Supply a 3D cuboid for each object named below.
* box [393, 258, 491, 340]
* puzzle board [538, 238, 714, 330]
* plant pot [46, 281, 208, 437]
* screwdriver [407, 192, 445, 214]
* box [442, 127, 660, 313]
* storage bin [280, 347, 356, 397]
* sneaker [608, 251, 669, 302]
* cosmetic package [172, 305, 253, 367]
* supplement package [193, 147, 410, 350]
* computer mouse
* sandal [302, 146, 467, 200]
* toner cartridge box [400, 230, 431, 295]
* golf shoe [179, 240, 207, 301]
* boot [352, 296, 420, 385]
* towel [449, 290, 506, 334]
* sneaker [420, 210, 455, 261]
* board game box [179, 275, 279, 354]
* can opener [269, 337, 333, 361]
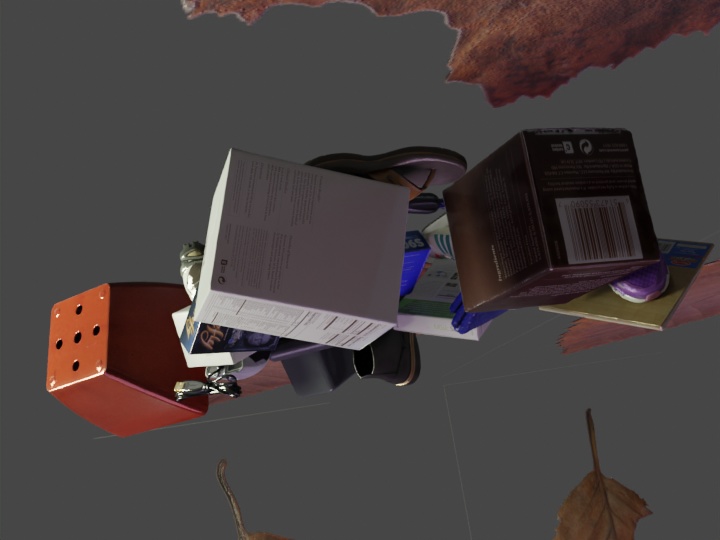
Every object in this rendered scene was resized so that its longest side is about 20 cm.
[{"bbox_3d":[0.151,0.038,1.479,0.142,0.037,0.200,5,-152,28],"label":"box"},{"bbox_3d":[0.351,0.012,1.266,0.198,0.018,0.151,9,-130,50],"label":"puzzle board"},{"bbox_3d":[-0.359,0.122,1.433,0.197,0.204,0.175,-18,154,31],"label":"plant pot"},{"bbox_3d":[0.135,-0.087,1.250,0.196,0.028,0.029,0,-158,-21],"label":"screwdriver"},{"bbox_3d":[0.225,-0.057,1.158,0.163,0.168,0.200,-4,166,-25],"label":"box"},{"bbox_3d":[-0.048,0.110,1.557,0.144,0.137,0.199,-16,-170,36],"label":"storage bin"},{"bbox_3d":[0.334,-0.056,1.226,0.079,0.203,0.089,-20,148,10],"label":"sneaker"},{"bbox_3d":[-0.158,0.061,1.370,0.106,0.087,0.199,-8,-168,42],"label":"cosmetic package"},{"bbox_3d":[-0.066,-0.015,1.033,0.196,0.155,0.151,11,162,-13],"label":"supplement package"},{"bbox_3d":[-0.176,0.141,1.345,0.108,0.045,0.200,-13,-169,24],"label":"computer mouse"},{"bbox_3d":[0.026,-0.100,1.071,0.196,0.056,0.082,-4,164,-21],"label":"sandal"},{"bbox_3d":[0.000,0.000,1.370,0.197,0.043,0.096,-8,137,-33],"label":"toner cartridge box"},{"bbox_3d":[-0.140,-0.003,1.268,0.196,0.097,0.078,-12,166,3],"label":"golf shoe"},{"bbox_3d":[0.029,0.075,1.483,0.076,0.204,0.137,-23,161,29],"label":"boot"},{"bbox_3d":[0.216,0.002,1.334,0.198,0.050,0.149,-27,155,-27],"label":"towel"},{"bbox_3d":[0.142,-0.031,1.361,0.069,0.095,0.200,-5,166,-19],"label":"sneaker"},{"bbox_3d":[-0.136,0.012,1.198,0.134,0.035,0.203,0,123,-40],"label":"board game box"},{"bbox_3d":[-0.053,0.084,1.412,0.196,0.054,0.067,-15,156,8],"label":"can opener"}]
